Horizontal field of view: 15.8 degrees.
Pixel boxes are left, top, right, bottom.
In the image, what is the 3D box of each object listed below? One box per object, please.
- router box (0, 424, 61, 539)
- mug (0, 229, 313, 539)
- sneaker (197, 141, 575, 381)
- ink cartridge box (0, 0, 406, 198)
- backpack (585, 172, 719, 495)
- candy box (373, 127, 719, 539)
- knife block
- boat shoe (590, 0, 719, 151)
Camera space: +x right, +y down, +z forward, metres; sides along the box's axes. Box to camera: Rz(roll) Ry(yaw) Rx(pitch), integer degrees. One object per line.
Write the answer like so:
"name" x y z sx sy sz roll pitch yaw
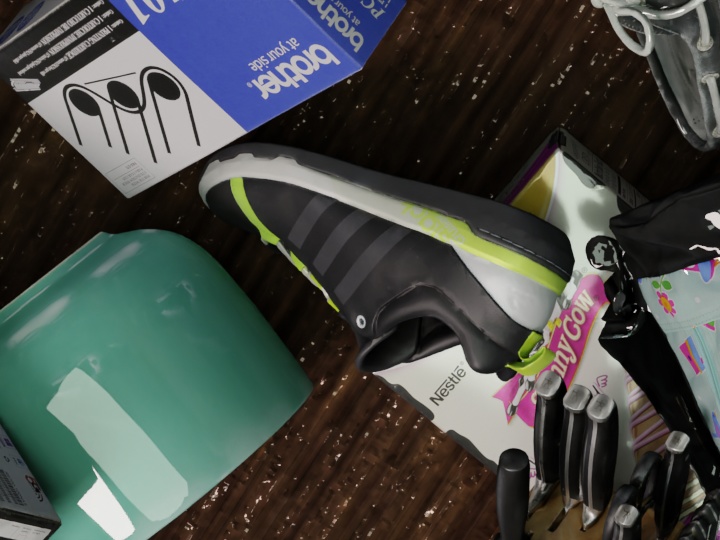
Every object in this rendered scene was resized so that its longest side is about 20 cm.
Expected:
"router box" -0.235 0.078 1.100 0.149 0.051 0.200 -43 62 13
"mug" -0.126 0.063 1.161 0.185 0.152 0.115 -36 95 12
"sneaker" 0.000 0.000 1.132 0.199 0.072 0.083 15 83 37
"ink cartridge box" -0.075 -0.101 1.103 0.094 0.044 0.200 43 147 -16
"backpack" 0.206 0.044 1.083 0.166 0.127 0.201 -21 89 -20
"candy box" 0.122 0.051 1.184 0.200 0.061 0.137 39 102 -4
"knife block" 0.086 0.132 1.138 0.176 0.064 0.200 52 145 -13
"boat shoe" 0.123 -0.124 1.064 0.068 0.074 0.200 -39 140 -4
